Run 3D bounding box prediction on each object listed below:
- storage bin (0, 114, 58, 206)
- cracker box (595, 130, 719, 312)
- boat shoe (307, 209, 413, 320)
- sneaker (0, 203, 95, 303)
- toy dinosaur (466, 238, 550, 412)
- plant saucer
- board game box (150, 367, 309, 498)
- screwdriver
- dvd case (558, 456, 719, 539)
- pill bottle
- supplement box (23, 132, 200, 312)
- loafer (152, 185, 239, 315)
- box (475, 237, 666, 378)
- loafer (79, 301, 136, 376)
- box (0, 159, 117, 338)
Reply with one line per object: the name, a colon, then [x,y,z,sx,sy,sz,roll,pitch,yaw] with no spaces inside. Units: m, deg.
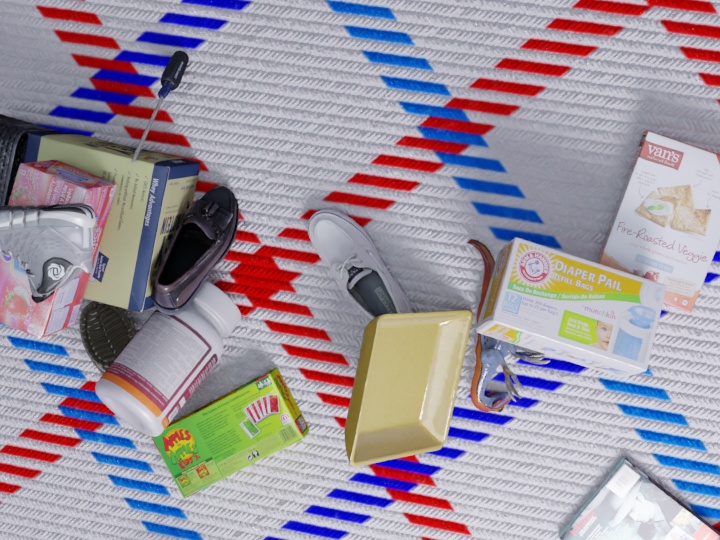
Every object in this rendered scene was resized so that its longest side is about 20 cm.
storage bin: [-0.499,-0.107,1.526,0.093,0.135,0.202,17,99,6]
cracker box: [0.395,-0.064,1.426,0.133,0.058,0.202,19,99,6]
boat shoe: [0.000,0.000,1.494,0.074,0.065,0.200,-43,89,12]
sneaker: [-0.410,-0.018,1.317,0.198,0.075,0.117,-1,99,9]
toy dinosaur: [0.185,0.092,1.491,0.200,0.105,0.182,48,115,35]
plant saucer: [0.054,0.145,1.459,0.048,0.199,0.202,19,103,40]
board game box: [-0.183,0.229,1.562,0.199,0.048,0.102,-28,92,11]
screwdriver: [-0.268,-0.219,1.465,0.028,0.201,0.029,4,139,17]
dvd case: [0.391,0.369,1.500,0.199,0.022,0.146,37,101,2]
pill bottle: [-0.254,0.113,1.489,0.109,0.110,0.201,35,66,3]
supplement box: [-0.347,-0.070,1.507,0.198,0.134,0.202,14,100,7]
loafer: [-0.217,-0.036,1.476,0.071,0.063,0.201,19,63,10]
box: [0.256,0.047,1.368,0.198,0.101,0.113,17,79,-2]
loafer: [-0.334,0.133,1.565,0.075,0.068,0.201,-26,77,-13]
box: [-0.394,-0.029,1.399,0.094,0.103,0.202,21,102,6]
